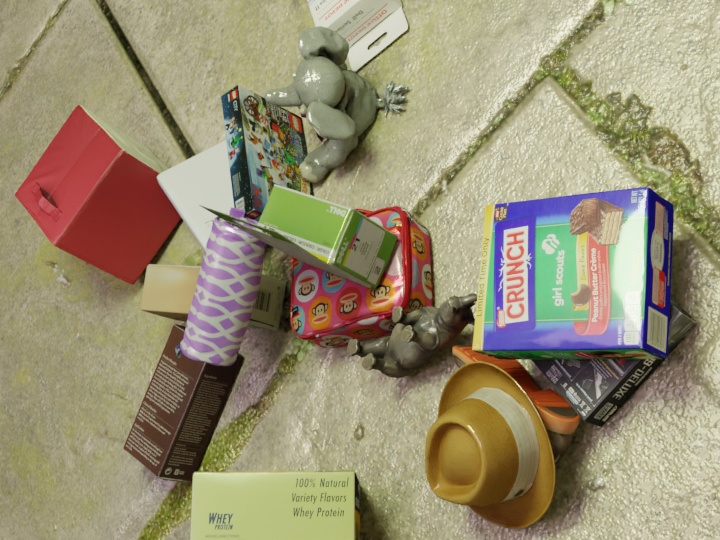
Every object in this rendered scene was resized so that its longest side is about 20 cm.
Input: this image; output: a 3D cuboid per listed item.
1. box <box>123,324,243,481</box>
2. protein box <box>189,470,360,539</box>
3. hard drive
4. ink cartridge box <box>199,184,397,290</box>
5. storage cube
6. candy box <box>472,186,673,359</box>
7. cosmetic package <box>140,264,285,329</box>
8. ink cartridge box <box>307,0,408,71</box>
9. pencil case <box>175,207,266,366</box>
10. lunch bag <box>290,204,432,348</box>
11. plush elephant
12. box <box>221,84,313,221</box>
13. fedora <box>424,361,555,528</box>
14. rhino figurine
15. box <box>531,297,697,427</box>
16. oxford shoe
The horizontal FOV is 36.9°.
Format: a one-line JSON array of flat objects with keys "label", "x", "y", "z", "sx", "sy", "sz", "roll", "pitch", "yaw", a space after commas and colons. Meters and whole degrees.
[{"label": "box", "x": -0.259, "y": 0.192, "z": 1.571, "sx": 0.100, "sy": 0.074, "sz": 0.202, "roll": 25, "pitch": 95, "yaw": 42}, {"label": "protein box", "x": -0.098, "y": 0.350, "z": 1.291, "sx": 0.195, "sy": 0.135, "sz": 0.203, "roll": -1, "pitch": 72, "yaw": 3}, {"label": "hard drive", "x": -0.205, "y": -0.105, "z": 1.605, "sx": 0.131, "sy": 0.026, "sz": 0.200, "roll": -29, "pitch": 52, "yaw": -14}, {"label": "ink cartridge box", "x": -0.072, "y": -0.058, "z": 1.309, "sx": 0.147, "sy": 0.199, "sz": 0.077, "roll": 20, "pitch": 84, "yaw": 41}, {"label": "storage cube", "x": -0.403, "y": -0.119, "z": 1.710, "sx": 0.181, "sy": 0.199, "sz": 0.171, "roll": -53, "pitch": 50, "yaw": 5}, {"label": "candy box", "x": 0.226, "y": 0.008, "z": 1.158, "sx": 0.198, "sy": 0.077, "sz": 0.172, "roll": -5, "pitch": 73, "yaw": 38}, {"label": "cosmetic package", "x": -0.215, "y": 0.038, "z": 1.562, "sx": 0.198, "sy": 0.105, "sz": 0.072, "roll": 2, "pitch": 79, "yaw": 41}, {"label": "ink cartridge box", "x": -0.015, "y": -0.403, "z": 1.558, "sx": 0.117, "sy": 0.067, "sz": 0.202, "roll": -34, "pitch": 57, "yaw": 26}, {"label": "pencil case", "x": -0.177, "y": 0.027, "z": 1.415, "sx": 0.086, "sy": 0.083, "sz": 0.203, "roll": -116, "pitch": 43, "yaw": -71}, {"label": "lunch bag", "x": 0.000, "y": 0.000, "z": 1.417, "sx": 0.198, "sy": 0.082, "sz": 0.179, "roll": -16, "pitch": 62, "yaw": 33}, {"label": "plush elephant", "x": -0.054, "y": -0.236, "z": 1.479, "sx": 0.198, "sy": 0.154, "sz": 0.167, "roll": -17, "pitch": 66, "yaw": 35}, {"label": "box", "x": -0.127, "y": -0.148, "z": 1.525, "sx": 0.037, "sy": 0.136, "sz": 0.203, "roll": -26, "pitch": 61, "yaw": 32}, {"label": "fedora", "x": 0.126, "y": 0.203, "z": 1.191, "sx": 0.200, "sy": 0.081, "sz": 0.204, "roll": 27, "pitch": 125, "yaw": 48}, {"label": "rhino figurine", "x": 0.078, "y": 0.073, "z": 1.304, "sx": 0.199, "sy": 0.087, "sz": 0.061, "roll": -36, "pitch": 53, "yaw": 38}, {"label": "box", "x": 0.251, "y": 0.046, "z": 1.209, "sx": 0.158, "sy": 0.049, "sz": 0.200, "roll": -51, "pitch": 51, "yaw": 15}, {"label": "oxford shoe", "x": 0.165, "y": 0.150, "z": 1.237, "sx": 0.200, "sy": 0.070, "sz": 0.074, "roll": 41, "pitch": 122, "yaw": 50}]
